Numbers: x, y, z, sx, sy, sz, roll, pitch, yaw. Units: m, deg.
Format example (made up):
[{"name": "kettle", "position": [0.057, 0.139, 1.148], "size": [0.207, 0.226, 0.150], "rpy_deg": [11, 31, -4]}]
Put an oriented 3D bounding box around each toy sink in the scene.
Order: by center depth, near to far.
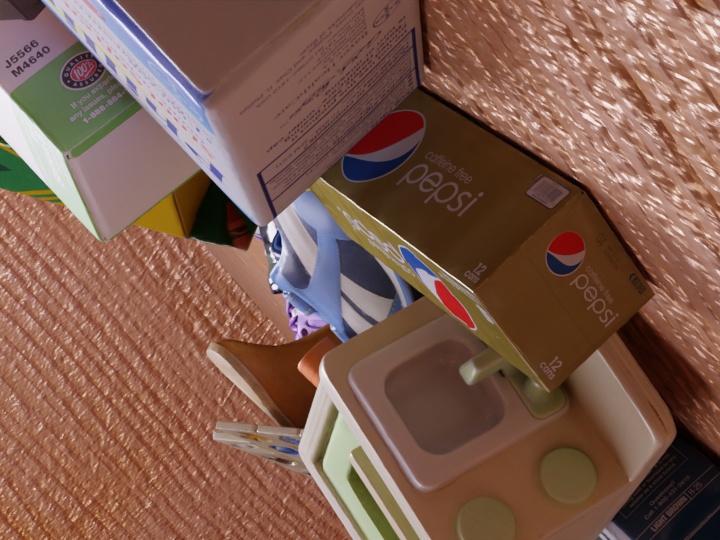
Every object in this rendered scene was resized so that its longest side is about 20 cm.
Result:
[{"name": "toy sink", "position": [0.051, 0.085, 1.059], "size": [0.131, 0.112, 0.200], "rpy_deg": [56, 160, 15]}]

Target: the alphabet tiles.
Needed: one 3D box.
[{"name": "alphabet tiles", "position": [0.015, 0.116, 1.294], "size": [0.199, 0.006, 0.166], "rpy_deg": [1, 163, 41]}]

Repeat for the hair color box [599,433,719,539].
[{"name": "hair color box", "position": [0.136, 0.105, 1.176], "size": [0.200, 0.061, 0.100], "rpy_deg": [41, 172, 44]}]

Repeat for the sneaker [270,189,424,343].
[{"name": "sneaker", "position": [0.000, 0.000, 1.193], "size": [0.082, 0.074, 0.201], "rpy_deg": [0, 133, 24]}]

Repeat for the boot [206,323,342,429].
[{"name": "boot", "position": [-0.003, 0.039, 1.333], "size": [0.071, 0.144, 0.201], "rpy_deg": [42, 179, 30]}]

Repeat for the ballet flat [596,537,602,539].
[{"name": "ballet flat", "position": [0.117, 0.178, 1.265], "size": [0.068, 0.069, 0.200], "rpy_deg": [14, -177, -24]}]

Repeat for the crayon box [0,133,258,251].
[{"name": "crayon box", "position": [-0.128, -0.095, 1.107], "size": [0.199, 0.127, 0.051], "rpy_deg": [15, 152, 15]}]

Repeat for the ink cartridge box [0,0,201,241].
[{"name": "ink cartridge box", "position": [-0.134, -0.136, 1.052], "size": [0.200, 0.145, 0.084], "rpy_deg": [44, 165, 27]}]

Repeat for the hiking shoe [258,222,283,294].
[{"name": "hiking shoe", "position": [-0.033, -0.055, 1.372], "size": [0.200, 0.075, 0.101], "rpy_deg": [-105, 6, -76]}]

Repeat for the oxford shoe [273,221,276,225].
[{"name": "oxford shoe", "position": [-0.012, -0.040, 1.261], "size": [0.200, 0.071, 0.073], "rpy_deg": [52, -177, -19]}]

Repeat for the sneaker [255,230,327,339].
[{"name": "sneaker", "position": [-0.034, 0.012, 1.563], "size": [0.200, 0.083, 0.081], "rpy_deg": [45, -172, 23]}]

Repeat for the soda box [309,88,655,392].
[{"name": "soda box", "position": [0.041, -0.025, 0.969], "size": [0.068, 0.064, 0.200], "rpy_deg": [51, 174, -33]}]

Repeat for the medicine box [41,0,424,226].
[{"name": "medicine box", "position": [-0.072, -0.132, 0.874], "size": [0.182, 0.103, 0.200], "rpy_deg": [46, 174, 10]}]

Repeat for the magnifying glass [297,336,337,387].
[{"name": "magnifying glass", "position": [0.046, 0.112, 1.171], "size": [0.200, 0.080, 0.022], "rpy_deg": [42, 145, 10]}]
